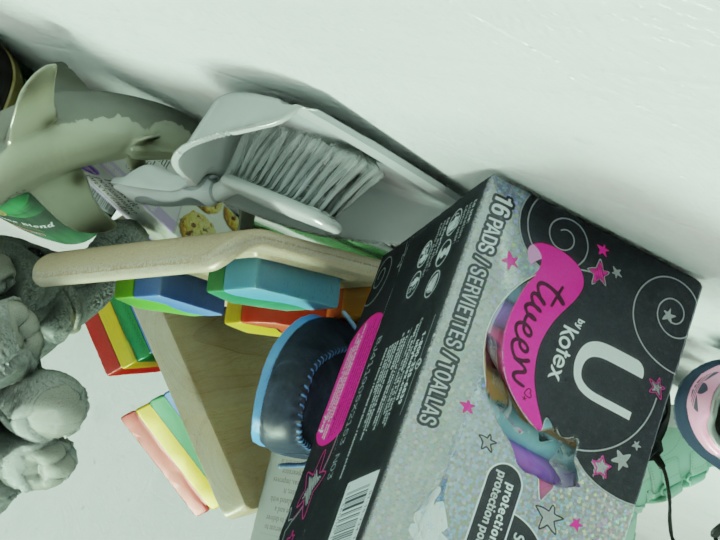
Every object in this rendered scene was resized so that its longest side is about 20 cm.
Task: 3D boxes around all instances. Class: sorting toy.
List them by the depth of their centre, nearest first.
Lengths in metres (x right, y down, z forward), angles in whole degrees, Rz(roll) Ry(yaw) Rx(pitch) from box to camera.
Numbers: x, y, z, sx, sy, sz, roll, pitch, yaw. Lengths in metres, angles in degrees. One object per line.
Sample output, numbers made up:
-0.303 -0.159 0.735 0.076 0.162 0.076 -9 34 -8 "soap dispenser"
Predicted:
-0.045 0.012 1.035 0.199 0.037 0.185 8 171 -39 "sorting toy"
-0.097 0.069 1.302 0.200 0.069 0.200 65 -160 10 "sorting toy"

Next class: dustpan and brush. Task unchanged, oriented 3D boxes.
-0.053 -0.044 0.950 0.139 0.057 0.200 29 173 -42 "dustpan and brush"

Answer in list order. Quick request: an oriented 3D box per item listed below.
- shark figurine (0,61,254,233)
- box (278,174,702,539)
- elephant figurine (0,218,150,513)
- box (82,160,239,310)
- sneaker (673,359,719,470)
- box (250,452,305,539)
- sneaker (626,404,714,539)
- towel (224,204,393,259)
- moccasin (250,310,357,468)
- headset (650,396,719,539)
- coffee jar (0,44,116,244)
-0.138 -0.077 1.069 0.213 0.129 0.090 0 -140 -29 "shark figurine"
0.051 0.084 0.860 0.114 0.201 0.132 25 157 -13 "box"
-0.214 0.032 1.103 0.155 0.141 0.200 40 -155 -30 "elephant figurine"
-0.110 -0.033 1.208 0.039 0.042 0.200 14 157 40 "box"
0.247 0.105 0.972 0.199 0.070 0.082 23 178 8 "sneaker"
0.036 0.119 1.200 0.152 0.201 0.106 19 169 -35 "box"
0.164 0.139 1.180 0.199 0.119 0.074 4 172 -26 "sneaker"
0.000 0.000 1.297 0.152 0.023 0.200 22 173 21 "towel"
0.005 0.061 1.008 0.068 0.081 0.200 18 -172 18 "moccasin"
0.135 0.077 1.066 0.200 0.094 0.123 42 -148 7 "headset"
-0.223 -0.085 1.171 0.104 0.086 0.200 22 173 25 "coffee jar"
